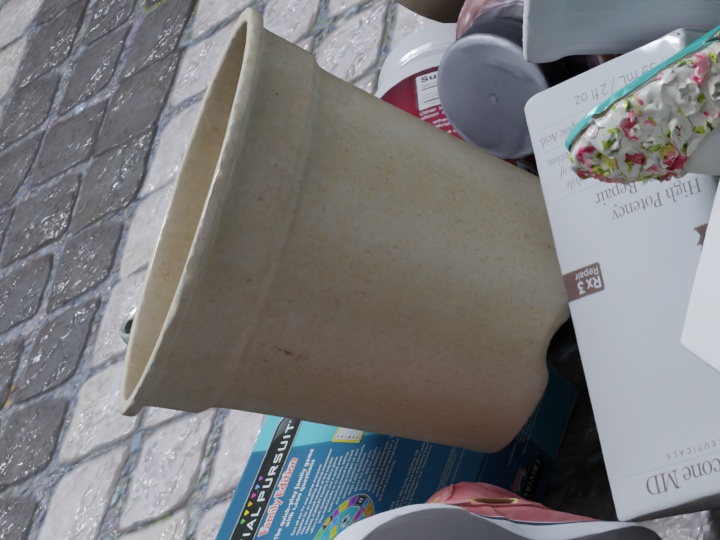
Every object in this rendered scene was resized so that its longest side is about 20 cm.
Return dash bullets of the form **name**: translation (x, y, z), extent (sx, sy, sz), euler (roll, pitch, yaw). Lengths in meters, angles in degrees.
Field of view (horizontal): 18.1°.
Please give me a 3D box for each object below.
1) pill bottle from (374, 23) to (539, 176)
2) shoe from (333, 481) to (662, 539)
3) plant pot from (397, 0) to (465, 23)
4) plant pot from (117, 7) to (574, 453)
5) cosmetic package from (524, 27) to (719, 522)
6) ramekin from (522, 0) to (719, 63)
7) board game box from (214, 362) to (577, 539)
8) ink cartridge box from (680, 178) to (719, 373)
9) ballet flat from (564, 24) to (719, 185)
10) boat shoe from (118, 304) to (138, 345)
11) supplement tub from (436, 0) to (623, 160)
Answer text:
- **pill bottle**: translation (0.057, -0.049, 1.263), extent (0.113, 0.113, 0.201), euler (-36, 32, 22)
- **shoe**: translation (0.041, 0.134, 1.002), extent (0.091, 0.199, 0.072), euler (6, 91, 49)
- **plant pot**: translation (0.077, -0.255, 1.408), extent (0.175, 0.199, 0.201), euler (-50, 25, 34)
- **plant pot**: translation (0.000, 0.000, 1.082), extent (0.200, 0.182, 0.202), euler (-162, 90, -80)
- **cosmetic package**: translation (0.149, 0.004, 1.014), extent (0.101, 0.074, 0.201), euler (-24, 73, 44)
- **ramekin**: translation (0.130, -0.194, 1.050), extent (0.097, 0.201, 0.201), euler (5, 47, 5)
- **board game box**: translation (0.008, 0.126, 1.193), extent (0.199, 0.047, 0.152), euler (-13, 45, 46)
- **ink cartridge box**: translation (0.240, 0.032, 0.872), extent (0.200, 0.146, 0.083), euler (41, 123, 58)
- **ballet flat**: translation (0.179, -0.083, 0.938), extent (0.199, 0.064, 0.076), euler (-34, -17, -13)
- **boat shoe**: translation (-0.065, 0.010, 1.408), extent (0.200, 0.062, 0.072), euler (-37, 32, 19)
- **supplement tub**: translation (0.121, -0.134, 1.209), extent (0.107, 0.107, 0.200), euler (-17, 16, 43)
